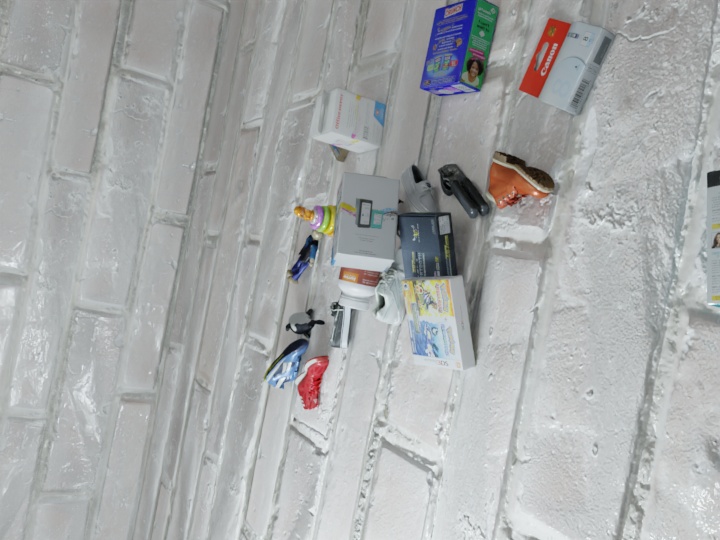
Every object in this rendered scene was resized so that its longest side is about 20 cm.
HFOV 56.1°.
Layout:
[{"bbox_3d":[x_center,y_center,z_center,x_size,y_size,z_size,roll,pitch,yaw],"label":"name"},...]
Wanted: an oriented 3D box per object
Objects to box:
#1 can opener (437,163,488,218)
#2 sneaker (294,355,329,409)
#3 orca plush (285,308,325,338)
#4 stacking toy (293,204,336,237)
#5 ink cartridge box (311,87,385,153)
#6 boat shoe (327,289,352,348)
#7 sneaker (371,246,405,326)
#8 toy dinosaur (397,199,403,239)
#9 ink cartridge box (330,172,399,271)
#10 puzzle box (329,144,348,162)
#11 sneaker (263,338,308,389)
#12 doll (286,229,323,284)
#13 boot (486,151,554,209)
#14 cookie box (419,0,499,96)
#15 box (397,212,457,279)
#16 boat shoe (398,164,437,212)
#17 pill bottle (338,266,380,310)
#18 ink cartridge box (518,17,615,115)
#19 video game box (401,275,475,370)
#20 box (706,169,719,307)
[{"bbox_3d":[0.236,-0.180,1.576,0.068,0.052,0.202,85,166,-44],"label":"can opener"},{"bbox_3d":[-0.129,0.340,2.000,0.201,0.077,0.117,-58,43,51],"label":"sneaker"},{"bbox_3d":[-0.166,0.177,2.127,0.105,0.072,0.198,-44,19,-33],"label":"orca plush"},{"bbox_3d":[-0.109,-0.151,1.978,0.110,0.197,0.117,-55,40,33],"label":"stacking toy"},{"bbox_3d":[-0.045,-0.436,1.959,0.124,0.197,0.132,1,81,58],"label":"ink cartridge box"},{"bbox_3d":[-0.058,0.118,1.920,0.074,0.066,0.205,-1,-84,-85],"label":"boat shoe"},{"bbox_3d":[0.084,0.036,1.719,0.070,0.079,0.205,8,86,60],"label":"sneaker"},{"bbox_3d":[0.057,-0.156,1.825,0.199,0.076,0.104,24,91,55],"label":"toy dinosaur"},{"bbox_3d":[0.011,-0.117,1.669,0.147,0.142,0.205,127,149,-76],"label":"ink cartridge box"},{"bbox_3d":[-0.066,-0.458,2.168,0.134,0.025,0.202,-59,36,29],"label":"puzzle box"},{"bbox_3d":[-0.225,0.300,2.164,0.200,0.082,0.074,-46,14,18],"label":"sneaker"},{"bbox_3d":[-0.174,-0.051,2.200,0.202,0.048,0.137,-58,28,22],"label":"doll"},{"bbox_3d":[0.325,-0.169,1.397,0.200,0.073,0.109,-127,52,-61],"label":"boot"},{"bbox_3d":[0.237,-0.539,1.644,0.170,0.074,0.205,17,96,59],"label":"cookie box"},{"bbox_3d":[0.158,-0.034,1.585,0.157,0.050,0.205,10,109,60],"label":"box"},{"bbox_3d":[0.154,-0.195,1.694,0.069,0.071,0.202,-59,28,29],"label":"boat shoe"},{"bbox_3d":[0.000,0.000,1.835,0.111,0.110,0.205,12,91,59],"label":"pill bottle"},{"bbox_3d":[0.399,-0.422,1.366,0.200,0.046,0.163,47,121,51],"label":"ink cartridge box"},{"bbox_3d":[0.173,0.116,1.523,0.181,0.046,0.205,-5,96,56],"label":"video game box"},{"bbox_3d":[0.557,-0.049,0.988,0.082,0.048,0.205,-9,73,57],"label":"box"}]
